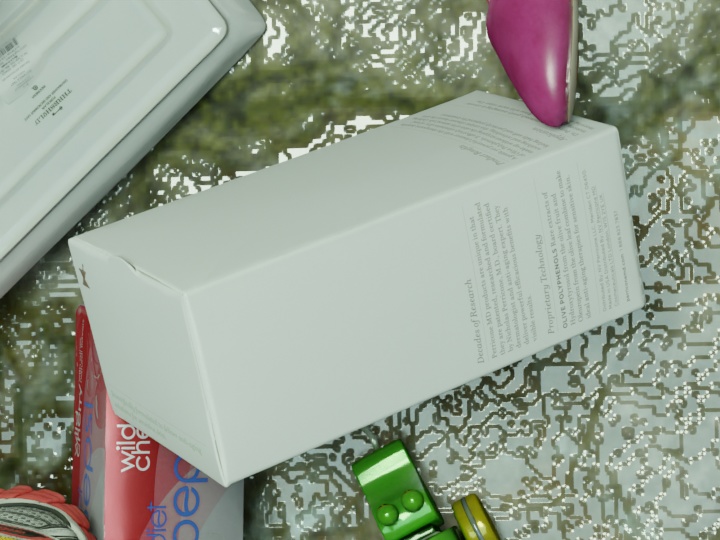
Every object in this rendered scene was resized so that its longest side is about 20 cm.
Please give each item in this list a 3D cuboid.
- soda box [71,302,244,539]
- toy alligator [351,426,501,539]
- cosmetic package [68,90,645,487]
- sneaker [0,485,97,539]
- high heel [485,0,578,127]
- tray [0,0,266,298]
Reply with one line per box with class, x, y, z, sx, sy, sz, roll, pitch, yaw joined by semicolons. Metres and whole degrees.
soda box;-0.088;0.114;0.911;0.063;0.070;0.200;0;91;-19
toy alligator;0.027;0.117;0.919;0.059;0.054;0.200;-28;89;3
cosmetic package;0.000;0.000;0.845;0.200;0.108;0.085;-22;113;-24
sneaker;-0.201;0.143;0.831;0.200;0.082;0.078;-27;95;-2
high heel;0.034;-0.135;0.880;0.096;0.067;0.200;-7;52;-3
tray;-0.135;-0.074;0.897;0.200;0.022;0.107;-46;115;-13
